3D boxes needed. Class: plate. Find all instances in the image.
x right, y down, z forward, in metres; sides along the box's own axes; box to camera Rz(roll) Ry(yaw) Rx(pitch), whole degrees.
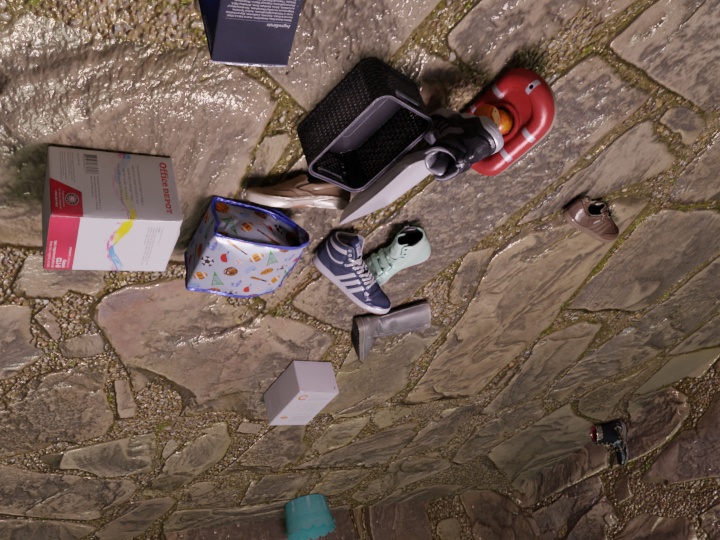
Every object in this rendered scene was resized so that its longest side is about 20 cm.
[{"bbox_3d":[0.067,-0.167,1.352,0.200,0.032,0.199,-37,175,35],"label":"plate"}]

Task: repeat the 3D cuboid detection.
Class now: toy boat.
[{"bbox_3d":[0.238,-0.260,1.262,0.200,0.131,0.131,-42,162,31],"label":"toy boat"}]

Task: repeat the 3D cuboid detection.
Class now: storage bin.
[{"bbox_3d":[0.005,-0.241,1.230,0.135,0.094,0.200,18,132,-43],"label":"storage bin"}]

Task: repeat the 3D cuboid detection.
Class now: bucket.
[{"bbox_3d":[-0.212,1.010,2.969,0.206,0.135,0.207,-12,147,-8],"label":"bucket"}]

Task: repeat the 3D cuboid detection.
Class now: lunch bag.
[{"bbox_3d":[-0.219,-0.036,1.405,0.199,0.124,0.170,12,136,-27],"label":"lunch bag"}]

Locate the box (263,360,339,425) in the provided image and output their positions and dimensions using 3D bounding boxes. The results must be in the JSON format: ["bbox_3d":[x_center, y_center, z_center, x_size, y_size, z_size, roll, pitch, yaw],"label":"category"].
[{"bbox_3d":[-0.168,0.342,2.020,0.124,0.098,0.200,8,140,-34],"label":"box"}]

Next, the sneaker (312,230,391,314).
[{"bbox_3d":[0.000,0.000,1.531,0.109,0.200,0.070,-53,178,34],"label":"sneaker"}]

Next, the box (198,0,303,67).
[{"bbox_3d":[-0.134,-0.378,0.903,0.104,0.148,0.200,-3,144,-22],"label":"box"}]

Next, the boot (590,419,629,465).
[{"bbox_3d":[1.095,0.764,3.202,0.153,0.204,0.073,-4,180,-15],"label":"boot"}]

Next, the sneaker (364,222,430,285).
[{"bbox_3d":[0.055,-0.033,1.581,0.200,0.074,0.118,-27,154,-3],"label":"sneaker"}]

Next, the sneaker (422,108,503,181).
[{"bbox_3d":[0.138,-0.212,1.223,0.114,0.200,0.076,-38,120,-17],"label":"sneaker"}]

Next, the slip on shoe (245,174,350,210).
[{"bbox_3d":[-0.113,-0.149,1.347,0.199,0.076,0.061,3,103,-16],"label":"slip on shoe"}]

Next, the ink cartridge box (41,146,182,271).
[{"bbox_3d":[-0.411,-0.096,1.196,0.199,0.146,0.145,2,143,-27],"label":"ink cartridge box"}]

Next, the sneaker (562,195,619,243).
[{"bbox_3d":[0.561,-0.120,1.702,0.200,0.071,0.076,12,136,-39],"label":"sneaker"}]

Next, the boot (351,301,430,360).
[{"bbox_3d":[0.081,0.155,1.899,0.199,0.073,0.182,-16,150,-16],"label":"boot"}]
